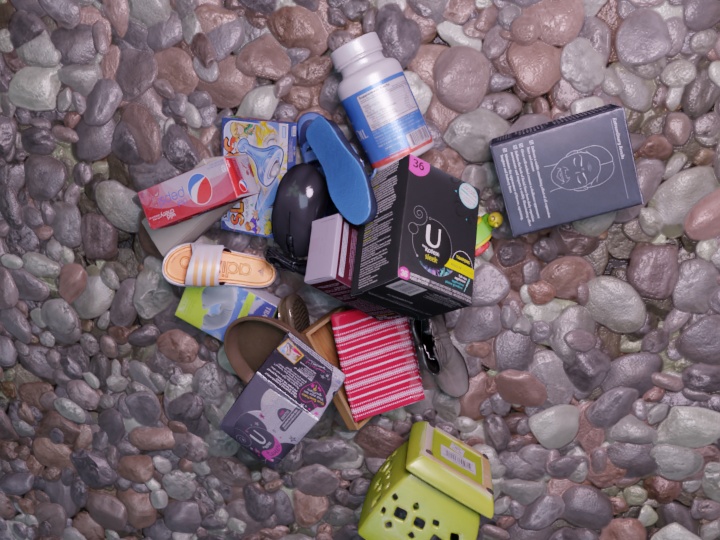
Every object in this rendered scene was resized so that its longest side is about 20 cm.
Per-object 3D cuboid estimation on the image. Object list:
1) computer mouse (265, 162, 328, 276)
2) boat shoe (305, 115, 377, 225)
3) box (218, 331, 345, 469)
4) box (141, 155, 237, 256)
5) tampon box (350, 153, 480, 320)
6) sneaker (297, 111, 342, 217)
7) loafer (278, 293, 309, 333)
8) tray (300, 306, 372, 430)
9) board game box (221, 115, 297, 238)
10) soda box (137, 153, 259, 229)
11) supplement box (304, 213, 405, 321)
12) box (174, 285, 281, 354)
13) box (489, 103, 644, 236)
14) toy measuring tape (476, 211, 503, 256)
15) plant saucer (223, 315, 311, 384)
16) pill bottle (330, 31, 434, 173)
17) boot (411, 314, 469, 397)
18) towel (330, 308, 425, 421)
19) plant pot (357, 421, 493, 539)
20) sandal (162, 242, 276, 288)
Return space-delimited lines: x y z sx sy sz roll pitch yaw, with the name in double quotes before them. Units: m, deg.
"computer mouse" -0.103 -0.075 1.091 0.137 0.053 0.202 17 117 20
"boat shoe" -0.015 -0.161 1.034 0.084 0.068 0.202 -31 68 28
"box" -0.137 0.228 1.129 0.132 0.115 0.200 38 132 -1
"box" -0.294 -0.113 1.166 0.199 0.068 0.083 -34 87 31
"tampon box" 0.087 -0.047 1.022 0.149 0.202 0.126 20 156 -30
"sneaker" -0.061 -0.170 1.116 0.073 0.082 0.202 -14 100 17
"loafer" -0.134 0.136 1.222 0.067 0.076 0.202 5 113 18
"tray" -0.027 0.178 1.205 0.037 0.098 0.201 -16 104 52
"board game box" -0.180 -0.163 1.155 0.134 0.034 0.202 11 109 22
"soda box" -0.266 -0.127 1.071 0.199 0.063 0.071 -15 96 29
"supplement box" 0.000 0.000 1.080 0.061 0.199 0.110 -13 60 37
"box" -0.239 0.077 1.246 0.199 0.048 0.123 28 108 3
"box" 0.316 -0.157 1.025 0.198 0.107 0.150 -14 103 16
"toy measuring tape" 0.153 -0.039 1.115 0.199 0.074 0.074 -32 98 18
"plant saucer" -0.156 0.158 1.185 0.198 0.030 0.202 15 129 19
"pill bottle" 0.030 -0.267 1.051 0.111 0.112 0.201 -23 100 17
"boot" 0.132 0.153 1.145 0.067 0.131 0.202 -18 102 17
"towel" 0.033 0.156 1.178 0.143 0.022 0.202 -14 95 -13
"plant pot" 0.132 0.406 1.191 0.199 0.199 0.182 30 104 2
"sandal" -0.245 -0.010 1.171 0.205 0.059 0.080 4 82 -21
